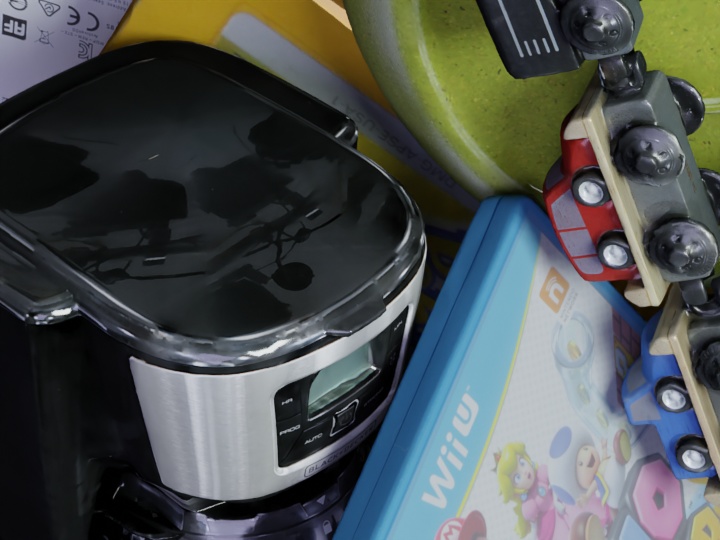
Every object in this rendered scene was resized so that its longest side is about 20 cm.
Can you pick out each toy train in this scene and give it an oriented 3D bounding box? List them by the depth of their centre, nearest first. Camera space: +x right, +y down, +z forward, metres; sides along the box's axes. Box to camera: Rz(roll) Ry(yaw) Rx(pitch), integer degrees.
[{"bbox_3d":[0.069,-0.018,0.748,0.046,0.034,0.200,-9,122,26],"label":"toy train"}]

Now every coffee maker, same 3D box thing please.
[{"bbox_3d":[-0.069,0.047,0.835,0.192,0.135,0.200,12,129,18],"label":"coffee maker"}]

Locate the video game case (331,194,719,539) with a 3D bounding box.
[{"bbox_3d":[0.069,0.094,0.799,0.018,0.143,0.200,-2,144,44],"label":"video game case"}]

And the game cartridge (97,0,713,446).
[{"bbox_3d":[0.000,0.000,0.873,0.200,0.032,0.176,37,132,-2],"label":"game cartridge"}]

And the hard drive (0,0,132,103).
[{"bbox_3d":[-0.075,-0.049,0.919,0.140,0.038,0.200,17,133,8],"label":"hard drive"}]

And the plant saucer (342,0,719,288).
[{"bbox_3d":[0.086,-0.070,0.746,0.200,0.031,0.200,8,126,11],"label":"plant saucer"}]
